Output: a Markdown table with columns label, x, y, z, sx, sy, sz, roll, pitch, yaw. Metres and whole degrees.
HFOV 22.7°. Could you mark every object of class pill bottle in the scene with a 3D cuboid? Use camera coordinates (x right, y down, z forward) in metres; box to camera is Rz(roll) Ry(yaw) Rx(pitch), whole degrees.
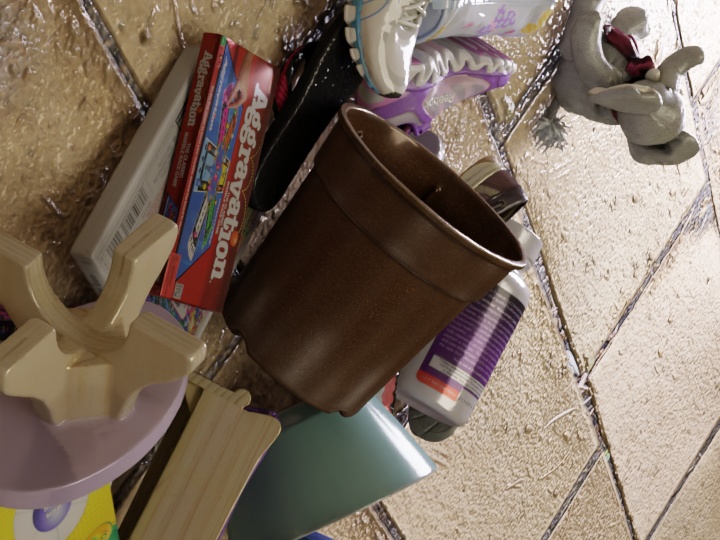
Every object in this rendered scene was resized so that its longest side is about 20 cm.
| label | x | y | z | sx | sy | sz | roll | pitch | yaw |
| --- | --- | --- | --- | --- | --- | --- | --- | --- | --- |
| pill bottle | 0.098 | 0.042 | 1.761 | 0.201 | 0.111 | 0.111 | -61 | 149 | -8 |

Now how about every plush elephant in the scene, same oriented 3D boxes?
| label | x | y | z | sx | sy | sz | roll | pitch | yaw |
| --- | --- | --- | --- | --- | --- | --- | --- | --- | --- |
| plush elephant | 0.282 | -0.194 | 1.848 | 0.201 | 0.154 | 0.165 | -63 | 149 | -7 |

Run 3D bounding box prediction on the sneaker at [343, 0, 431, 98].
| label | x | y | z | sx | sy | sz | roll | pitch | yaw |
| --- | --- | --- | --- | --- | --- | --- | --- | --- | --- |
| sneaker | 0.040 | -0.240 | 1.450 | 0.075 | 0.086 | 0.201 | 0 | 92 | -62 |

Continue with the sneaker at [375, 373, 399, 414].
| label | x | y | z | sx | sy | sz | roll | pitch | yaw |
| --- | --- | --- | --- | --- | --- | --- | --- | --- | --- |
| sneaker | -0.007 | 0.095 | 1.660 | 0.074 | 0.086 | 0.201 | -82 | 179 | -71 |

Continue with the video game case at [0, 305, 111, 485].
| label | x | y | z | sx | sy | sz | roll | pitch | yaw |
| --- | --- | --- | --- | --- | --- | --- | --- | --- | --- |
| video game case | -0.248 | 0.115 | 1.341 | 0.200 | 0.036 | 0.182 | 2 | 108 | -58 |

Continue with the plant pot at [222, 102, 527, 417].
| label | x | y | z | sx | sy | sz | roll | pitch | yaw |
| --- | --- | --- | --- | --- | --- | --- | --- | --- | --- |
| plant pot | 0.000 | 0.000 | 1.486 | 0.198 | 0.200 | 0.200 | -49 | 153 | 15 |

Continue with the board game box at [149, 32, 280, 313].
| label | x | y | z | sx | sy | sz | roll | pitch | yaw |
| --- | --- | --- | --- | --- | --- | --- | --- | --- | --- |
| board game box | -0.113 | -0.072 | 1.375 | 0.103 | 0.019 | 0.201 | 21 | 81 | -67 |

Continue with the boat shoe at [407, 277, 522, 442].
| label | x | y | z | sx | sy | sz | roll | pitch | yaw |
| --- | --- | --- | --- | --- | --- | --- | --- | --- | --- |
| boat shoe | 0.103 | 0.082 | 1.849 | 0.065 | 0.074 | 0.203 | 160 | -46 | -81 |

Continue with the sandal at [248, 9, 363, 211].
| label | x | y | z | sx | sy | sz | roll | pitch | yaw |
| --- | --- | --- | --- | --- | --- | --- | --- | --- | --- |
| sandal | -0.050 | -0.142 | 1.471 | 0.200 | 0.045 | 0.075 | -58 | 150 | -13 |

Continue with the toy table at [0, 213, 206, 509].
| label | x | y | z | sx | sy | sz | roll | pitch | yaw |
| --- | --- | --- | --- | --- | --- | --- | --- | --- | --- |
| toy table | -0.189 | 0.055 | 1.209 | 0.200 | 0.183 | 0.117 | -61 | 166 | -46 |

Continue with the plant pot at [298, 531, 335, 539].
| label | x | y | z | sx | sy | sz | roll | pitch | yaw |
| --- | --- | --- | --- | --- | --- | --- | --- | --- | --- |
| plant pot | -0.056 | 0.358 | 1.658 | 0.180 | 0.199 | 0.201 | -44 | 142 | -43 |

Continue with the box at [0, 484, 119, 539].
| label | x | y | z | sx | sy | sz | roll | pitch | yaw |
| --- | --- | --- | --- | --- | --- | --- | --- | --- | --- |
| box | -0.239 | 0.172 | 1.311 | 0.117 | 0.048 | 0.201 | -39 | 141 | -38 |

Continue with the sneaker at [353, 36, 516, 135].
| label | x | y | z | sx | sy | sz | roll | pitch | yaw |
| --- | --- | --- | --- | --- | --- | --- | --- | --- | --- |
| sneaker | 0.060 | -0.166 | 1.605 | 0.200 | 0.080 | 0.089 | -13 | 128 | -48 |

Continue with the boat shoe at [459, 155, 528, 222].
| label | x | y | z | sx | sy | sz | roll | pitch | yaw |
| --- | --- | --- | --- | --- | --- | --- | --- | --- | --- |
| boat shoe | 0.076 | -0.020 | 1.690 | 0.200 | 0.065 | 0.072 | -45 | 157 | -2 |

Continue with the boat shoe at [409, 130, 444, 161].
| label | x | y | z | sx | sy | sz | roll | pitch | yaw |
| --- | --- | --- | --- | --- | --- | --- | --- | --- | --- |
| boat shoe | 0.023 | -0.039 | 1.634 | 0.200 | 0.068 | 0.057 | -56 | 149 | -22 |

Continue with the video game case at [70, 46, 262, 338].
| label | x | y | z | sx | sy | sz | roll | pitch | yaw |
| --- | --- | --- | --- | --- | --- | --- | --- | --- | --- |
| video game case | -0.140 | -0.039 | 1.382 | 0.201 | 0.024 | 0.182 | -65 | 152 | -28 |

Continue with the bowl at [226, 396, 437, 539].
| label | x | y | z | sx | sy | sz | roll | pitch | yaw |
| --- | --- | --- | --- | --- | --- | --- | --- | --- | --- |
| bowl | -0.042 | 0.168 | 1.580 | 0.200 | 0.200 | 0.105 | -20 | 86 | -51 |

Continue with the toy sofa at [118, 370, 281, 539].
| label | x | y | z | sx | sy | sz | roll | pitch | yaw |
| --- | --- | --- | --- | --- | --- | --- | --- | --- | --- |
| toy sofa | -0.147 | 0.182 | 1.460 | 0.201 | 0.097 | 0.083 | -64 | -176 | -5 |

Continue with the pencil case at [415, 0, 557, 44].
| label | x | y | z | sx | sy | sz | roll | pitch | yaw |
| --- | --- | --- | --- | --- | --- | --- | --- | --- | --- |
| pencil case | 0.093 | -0.244 | 1.584 | 0.200 | 0.090 | 0.084 | -13 | 121 | -53 |
